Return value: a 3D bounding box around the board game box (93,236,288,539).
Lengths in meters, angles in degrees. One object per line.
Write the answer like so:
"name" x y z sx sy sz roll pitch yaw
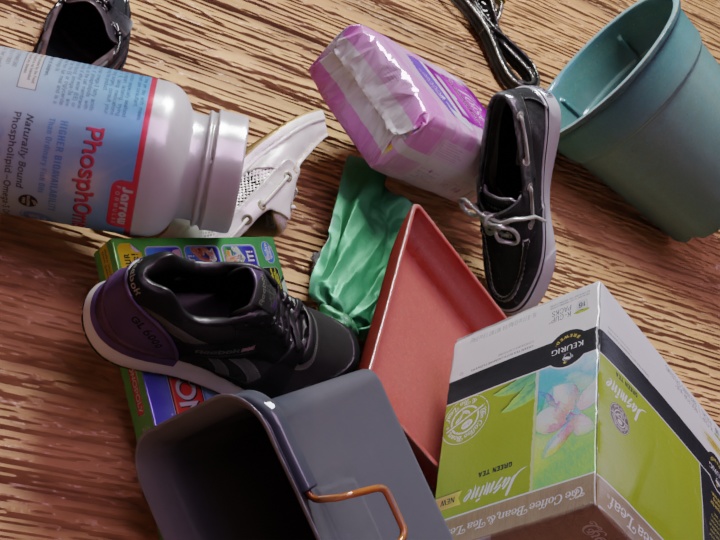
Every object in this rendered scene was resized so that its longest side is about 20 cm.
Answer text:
"board game box" -0.095 0.074 0.859 0.134 0.029 0.201 -2 68 -41

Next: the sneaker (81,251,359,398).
"sneaker" -0.070 0.037 0.817 0.199 0.087 0.076 12 59 -35

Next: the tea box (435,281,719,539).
"tea box" 0.164 0.157 0.900 0.200 0.133 0.197 46 35 -29

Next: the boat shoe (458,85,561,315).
"boat shoe" 0.126 -0.055 1.079 0.073 0.200 0.068 23 25 38

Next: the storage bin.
"storage bin" -0.017 0.154 0.769 0.134 0.145 0.201 -22 85 -50

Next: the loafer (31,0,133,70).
"loafer" -0.214 -0.177 0.983 0.072 0.063 0.200 31 41 -14

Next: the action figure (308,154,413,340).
"action figure" 0.000 0.000 1.012 0.118 0.055 0.200 39 36 -8

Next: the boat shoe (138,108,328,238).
"boat shoe" -0.084 -0.055 0.983 0.069 0.071 0.200 52 53 -7

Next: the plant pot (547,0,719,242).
"plant pot" 0.312 -0.146 1.309 0.196 0.200 0.201 42 39 -15

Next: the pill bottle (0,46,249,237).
"pill bottle" -0.180 -0.082 0.855 0.199 0.109 0.109 10 47 -9

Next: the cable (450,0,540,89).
"cable" 0.139 -0.279 1.378 0.097 0.050 0.201 7 50 -34

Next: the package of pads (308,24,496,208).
"package of pads" 0.051 -0.129 1.107 0.200 0.076 0.121 15 40 -59

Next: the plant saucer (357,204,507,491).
"plant saucer" 0.066 0.083 0.963 0.200 0.037 0.200 50 36 -27
